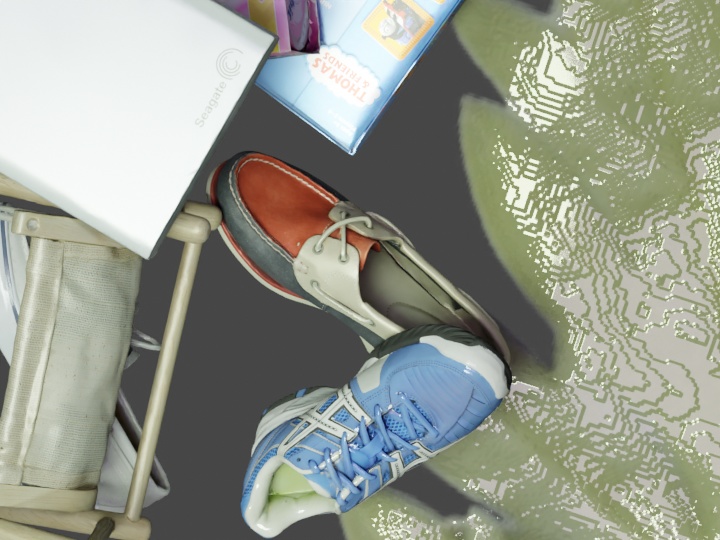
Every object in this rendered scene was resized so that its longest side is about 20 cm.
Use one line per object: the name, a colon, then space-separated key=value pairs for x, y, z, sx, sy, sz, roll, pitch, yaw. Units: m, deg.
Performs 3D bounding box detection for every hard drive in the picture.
hard drive: x=-0.160 y=-0.113 z=1.317 sx=0.200 sy=0.027 sz=0.132 roll=31 pitch=97 yaw=1

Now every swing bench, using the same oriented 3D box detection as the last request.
swing bench: x=-0.195 y=0.042 z=1.402 sx=0.200 sy=0.130 sz=0.199 roll=13 pitch=94 yaw=-1

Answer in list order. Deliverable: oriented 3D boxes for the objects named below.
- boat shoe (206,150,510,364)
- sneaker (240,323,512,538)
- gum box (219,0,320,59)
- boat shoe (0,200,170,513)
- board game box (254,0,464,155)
boat shoe: x=0.000 y=0.000 z=1.465 sx=0.200 sy=0.063 sz=0.071 roll=42 pitch=63 yaw=-4
sneaker: x=0.008 y=0.095 z=1.445 sx=0.076 sy=0.077 sz=0.200 roll=42 pitch=133 yaw=-16
gum box: x=-0.095 y=-0.212 z=1.419 sx=0.113 sy=0.066 sz=0.200 roll=-6 pitch=93 yaw=15
boat shoe: x=-0.156 y=0.047 z=1.500 sx=0.086 sy=0.075 sz=0.202 roll=-17 pitch=99 yaw=10
board game box: x=-0.006 y=-0.190 z=1.459 sx=0.151 sy=0.037 sz=0.200 roll=36 pitch=101 yaw=1
